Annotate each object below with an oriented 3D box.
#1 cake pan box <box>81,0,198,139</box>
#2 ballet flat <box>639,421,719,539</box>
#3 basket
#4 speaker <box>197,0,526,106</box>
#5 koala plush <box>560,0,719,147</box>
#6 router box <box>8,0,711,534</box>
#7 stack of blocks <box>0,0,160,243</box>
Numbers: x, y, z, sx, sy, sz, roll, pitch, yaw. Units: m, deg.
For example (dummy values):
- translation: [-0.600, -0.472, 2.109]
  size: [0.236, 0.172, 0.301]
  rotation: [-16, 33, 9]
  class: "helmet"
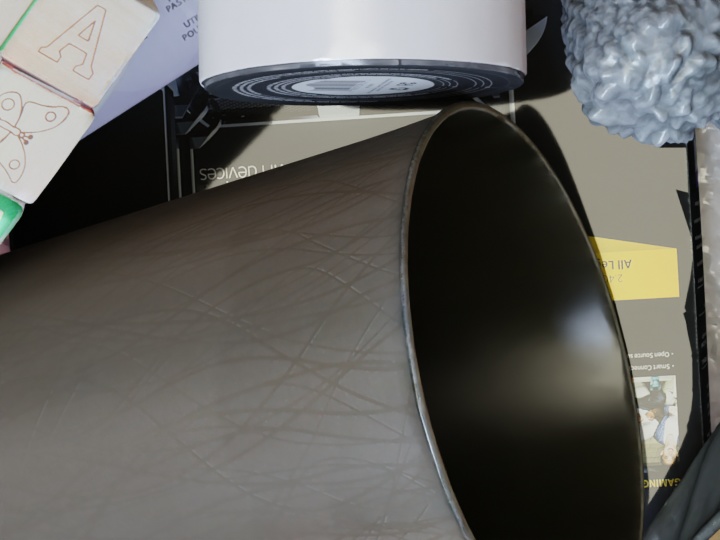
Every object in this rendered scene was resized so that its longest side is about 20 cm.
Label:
- translation: [-0.132, -0.098, 0.710]
  size: [0.200, 0.052, 0.184]
  rotation: [-31, 125, -2]
  class: "cake pan box"
- translation: [0.090, 0.109, 0.773]
  size: [0.068, 0.068, 0.200]
  rotation: [17, 122, -10]
  class: "ballet flat"
- translation: [-0.047, 0.046, 0.732]
  size: [0.199, 0.180, 0.137]
  rotation: [-13, 82, 19]
  class: "basket"
- translation: [-0.001, -0.143, 0.685]
  size: [0.081, 0.081, 0.201]
  rotation: [-1, 87, 8]
  class: "speaker"
- translation: [0.165, -0.029, 0.682]
  size: [0.177, 0.200, 0.184]
  rotation: [-39, 111, 20]
  class: "koala plush"
- translation: [0.000, 0.000, 0.824]
  size: [0.199, 0.052, 0.158]
  rotation: [-3, 94, 8]
  class: "router box"
- translation: [-0.155, -0.020, 0.680]
  size: [0.115, 0.059, 0.200]
  rotation: [29, 106, -33]
  class: "stack of blocks"
